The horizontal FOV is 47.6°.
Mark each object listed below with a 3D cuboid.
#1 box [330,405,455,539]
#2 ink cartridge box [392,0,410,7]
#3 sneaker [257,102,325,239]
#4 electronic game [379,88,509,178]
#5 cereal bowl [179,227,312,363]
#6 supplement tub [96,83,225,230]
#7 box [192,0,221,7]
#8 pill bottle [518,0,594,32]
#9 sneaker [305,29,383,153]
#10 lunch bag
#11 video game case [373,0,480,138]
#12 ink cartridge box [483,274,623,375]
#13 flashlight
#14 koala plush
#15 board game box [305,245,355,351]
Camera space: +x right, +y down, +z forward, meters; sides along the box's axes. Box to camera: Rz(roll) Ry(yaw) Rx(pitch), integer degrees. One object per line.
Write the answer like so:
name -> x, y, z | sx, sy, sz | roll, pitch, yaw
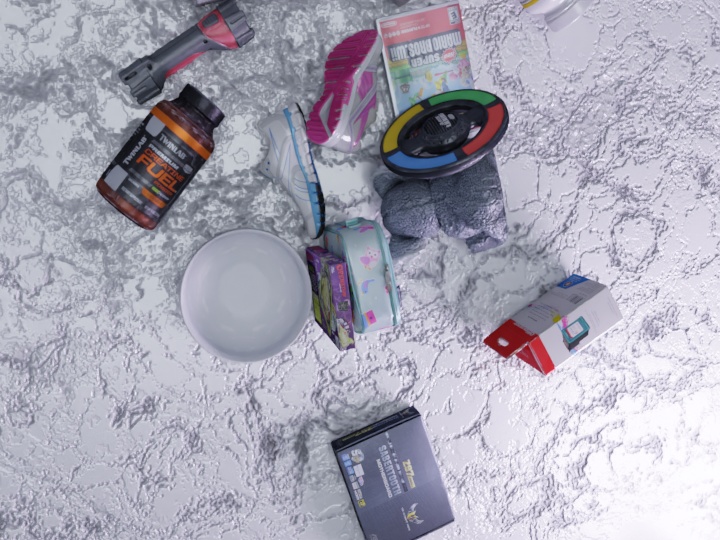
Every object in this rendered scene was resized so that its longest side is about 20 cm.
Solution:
box -> 0.055, 0.349, 1.349 | 0.154, 0.051, 0.205 | -20, 102, -10
ink cartridge box -> 0.078, -0.517, 1.220 | 0.115, 0.067, 0.202 | 34, 89, -15
sneaker -> -0.106, -0.143, 1.240 | 0.084, 0.075, 0.205 | -14, 98, 4
electronic game -> 0.121, -0.203, 1.195 | 0.197, 0.201, 0.042 | -31, 127, -6
cereal bowl -> -0.174, 0.033, 1.235 | 0.194, 0.083, 0.206 | -2, 99, -13
supplement tub -> -0.281, -0.166, 1.170 | 0.106, 0.107, 0.202 | 37, 89, -15
box -> -0.149, -0.457, 1.110 | 0.194, 0.200, 0.134 | -16, 103, -9
pill bottle -> 0.270, -0.471, 1.246 | 0.112, 0.112, 0.200 | -44, 105, -3
sneaker -> -0.012, -0.266, 1.236 | 0.088, 0.080, 0.204 | 33, 75, -49
lunch bag -> 0.000, 0.000, 1.209 | 0.075, 0.200, 0.165 | -11, 99, -12
video game case -> 0.108, -0.306, 1.283 | 0.139, 0.017, 0.205 | -15, 101, -11
ink cartridge box -> 0.309, 0.096, 1.328 | 0.198, 0.116, 0.068 | -34, 104, -5
flashlight -> -0.249, -0.313, 1.182 | 0.198, 0.068, 0.068 | -35, 107, -1
koala plush -> 0.117, -0.105, 1.247 | 0.195, 0.184, 0.182 | -11, 91, 8
board game box -> -0.046, 0.035, 1.204 | 0.031, 0.200, 0.123 | -13, 102, -11
